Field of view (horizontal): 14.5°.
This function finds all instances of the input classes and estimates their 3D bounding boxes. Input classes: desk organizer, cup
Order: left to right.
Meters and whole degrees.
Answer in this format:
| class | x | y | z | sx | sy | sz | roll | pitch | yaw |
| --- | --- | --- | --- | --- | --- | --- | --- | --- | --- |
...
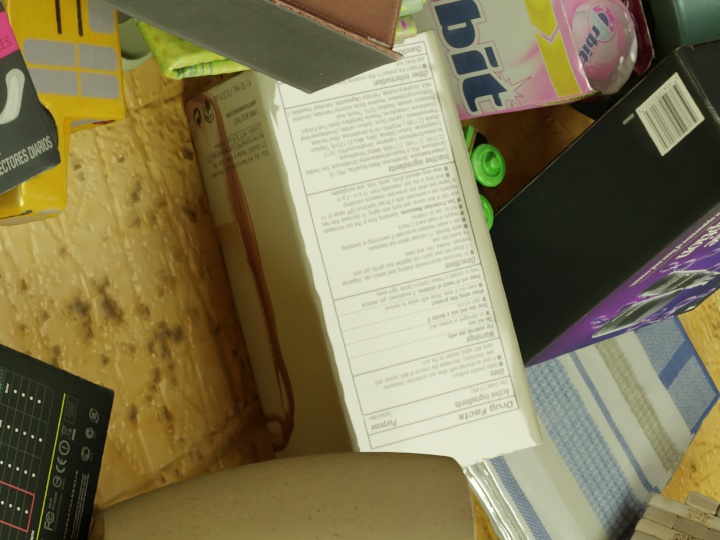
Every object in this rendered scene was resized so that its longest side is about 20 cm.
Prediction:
| class | x | y | z | sx | sy | sz | roll | pitch | yaw |
| --- | --- | --- | --- | --- | --- | --- | --- | --- | --- |
| desk organizer | -0.075 | -0.150 | 1.183 | 0.199 | 0.072 | 0.077 | 22 | 69 | -30 |
| cup | -0.049 | 0.163 | 1.179 | 0.142 | 0.200 | 0.201 | 11 | 72 | -11 |

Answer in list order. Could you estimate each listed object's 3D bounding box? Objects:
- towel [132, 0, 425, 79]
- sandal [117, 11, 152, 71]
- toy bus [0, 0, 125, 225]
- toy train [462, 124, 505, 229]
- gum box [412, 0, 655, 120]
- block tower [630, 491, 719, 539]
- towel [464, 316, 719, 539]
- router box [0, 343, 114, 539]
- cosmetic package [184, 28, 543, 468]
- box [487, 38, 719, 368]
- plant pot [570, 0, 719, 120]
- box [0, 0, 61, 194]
| class | x | y | z | sx | sy | sz | roll | pitch | yaw |
| --- | --- | --- | --- | --- | --- | --- | --- | --- | --- |
| towel | -0.063 | -0.186 | 1.283 | 0.143 | 0.023 | 0.201 | -13 | 73 | -26 |
| sandal | -0.068 | -0.165 | 1.322 | 0.080 | 0.057 | 0.201 | 53 | 49 | -28 |
| toy bus | -0.150 | -0.120 | 1.220 | 0.078 | 0.065 | 0.201 | 0 | 83 | -49 |
| toy train | 0.025 | 0.013 | 1.409 | 0.056 | 0.042 | 0.201 | 29 | 62 | -29 |
| gum box | 0.061 | -0.172 | 1.423 | 0.066 | 0.113 | 0.201 | -31 | 106 | -46 |
| block tower | 0.140 | 0.201 | 1.451 | 0.058 | 0.054 | 0.200 | 95 | 21 | -44 |
| towel | 0.118 | 0.074 | 1.512 | 0.147 | 0.024 | 0.200 | 59 | 45 | -20 |
| router box | -0.188 | 0.120 | 1.138 | 0.150 | 0.062 | 0.201 | 28 | 64 | -43 |
| cosmetic package | 0.000 | 0.000 | 1.317 | 0.103 | 0.087 | 0.201 | -12 | 86 | -29 |
| box | 0.164 | -0.041 | 1.431 | 0.141 | 0.200 | 0.079 | -20 | 74 | -41 |
| plant pot | 0.184 | -0.170 | 1.512 | 0.188 | 0.200 | 0.201 | -30 | 106 | -33 |
| box | -0.222 | -0.107 | 1.108 | 0.122 | 0.106 | 0.201 | -33 | 107 | -45 |
